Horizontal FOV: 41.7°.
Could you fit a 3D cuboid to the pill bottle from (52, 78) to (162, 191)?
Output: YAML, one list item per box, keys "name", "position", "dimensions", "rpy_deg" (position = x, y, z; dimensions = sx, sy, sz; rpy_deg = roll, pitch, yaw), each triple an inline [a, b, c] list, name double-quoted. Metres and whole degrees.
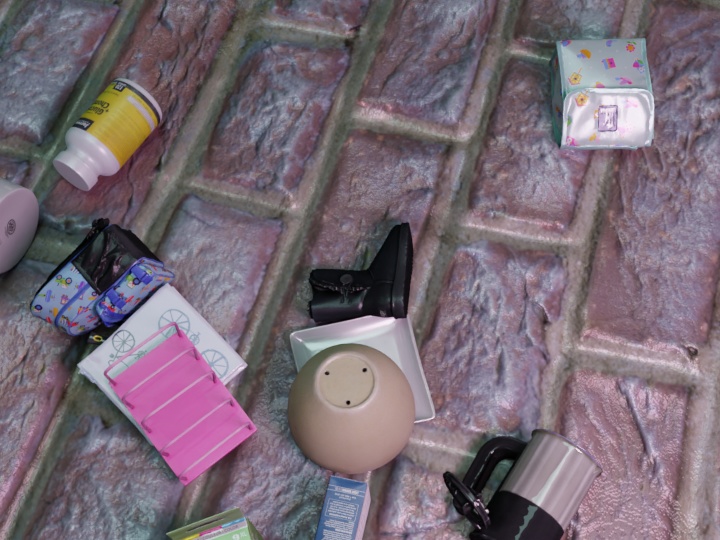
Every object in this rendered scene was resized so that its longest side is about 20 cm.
- name: "pill bottle"
  position: [-0.460, -0.244, 1.713]
  dimensions: [0.112, 0.112, 0.200]
  rpy_deg: [28, 67, 16]

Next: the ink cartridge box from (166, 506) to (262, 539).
- name: "ink cartridge box"
  position: [-0.193, 0.395, 1.316]
  dimensions: [0.104, 0.200, 0.059]
  rpy_deg: [-18, 63, -6]

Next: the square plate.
- name: "square plate"
  position: [0.001, 0.171, 1.521]
  dimensions: [0.200, 0.028, 0.198]
  rpy_deg: [-12, 63, -3]

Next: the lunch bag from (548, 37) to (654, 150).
- name: "lunch bag"
  position: [0.432, -0.309, 1.698]
  dimensions: [0.170, 0.122, 0.200]
  rpy_deg: [-1, 71, 0]

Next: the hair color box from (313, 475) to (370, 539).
- name: "hair color box"
  position: [-0.037, 0.408, 1.358]
  dimensions: [0.060, 0.100, 0.200]
  rpy_deg: [10, 63, 9]

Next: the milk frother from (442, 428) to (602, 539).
- name: "milk frother"
  position: [0.225, 0.305, 1.345]
  dimensions: [0.180, 0.200, 0.188]
  rpy_deg: [28, 67, 20]

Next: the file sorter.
- name: "file sorter"
  position: [-0.270, 0.197, 1.411]
  dimensions: [0.139, 0.125, 0.200]
  rpy_deg: [-37, 82, -12]

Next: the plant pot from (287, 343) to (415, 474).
- name: "plant pot"
  position: [-0.017, 0.189, 1.421]
  dimensions: [0.200, 0.134, 0.200]
  rpy_deg: [-1, 62, 3]

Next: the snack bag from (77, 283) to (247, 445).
- name: "snack bag"
  position: [-0.313, 0.151, 1.495]
  dimensions: [0.189, 0.021, 0.200]
  rpy_deg: [44, 76, 6]

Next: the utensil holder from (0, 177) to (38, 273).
- name: "utensil holder"
  position: [-0.682, -0.101, 1.621]
  dimensions: [0.200, 0.170, 0.170]
  rpy_deg: [19, 65, 10]

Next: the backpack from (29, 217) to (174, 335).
- name: "backpack"
  position: [-0.425, 0.031, 1.537]
  dimensions: [0.200, 0.183, 0.135]
  rpy_deg: [-44, 85, -3]

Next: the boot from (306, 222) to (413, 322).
- name: "boot"
  position: [0.000, 0.000, 1.581]
  dimensions: [0.168, 0.076, 0.200]
  rpy_deg: [0, 51, 11]

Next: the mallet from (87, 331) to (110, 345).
- name: "mallet"
  position: [-0.336, 0.129, 1.527]
  dimensions: [0.200, 0.041, 0.066]
  rpy_deg: [25, 67, -3]
